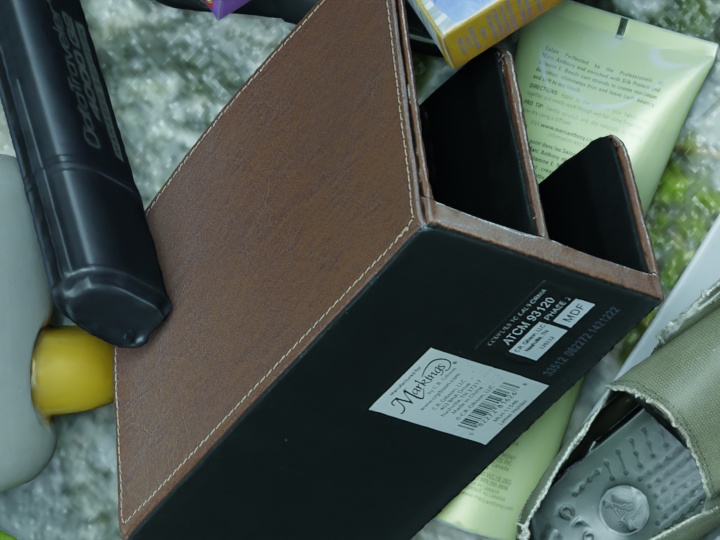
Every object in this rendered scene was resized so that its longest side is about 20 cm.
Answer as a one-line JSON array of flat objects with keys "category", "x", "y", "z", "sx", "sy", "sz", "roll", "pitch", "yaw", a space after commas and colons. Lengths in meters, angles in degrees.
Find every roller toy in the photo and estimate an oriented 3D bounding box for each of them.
[{"category": "roller toy", "x": -0.206, "y": 0.029, "z": 1.132, "sx": 0.182, "sy": 0.200, "sz": 0.140, "roll": -1, "pitch": 93, "yaw": 37}]

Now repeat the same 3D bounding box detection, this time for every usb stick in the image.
[{"category": "usb stick", "x": -0.114, "y": -0.059, "z": 1.124, "sx": 0.033, "sy": 0.055, "sz": 0.200, "roll": -35, "pitch": 53, "yaw": 22}]

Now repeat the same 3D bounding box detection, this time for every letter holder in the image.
[{"category": "letter holder", "x": 0.000, "y": 0.000, "z": 1.078, "sx": 0.200, "sy": 0.101, "sz": 0.142, "roll": -47, "pitch": 38, "yaw": 38}]

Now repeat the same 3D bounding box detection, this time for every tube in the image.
[{"category": "tube", "x": 0.069, "y": 0.001, "z": 1.113, "sx": 0.058, "sy": 0.052, "sz": 0.200, "roll": 15, "pitch": 94, "yaw": -21}]

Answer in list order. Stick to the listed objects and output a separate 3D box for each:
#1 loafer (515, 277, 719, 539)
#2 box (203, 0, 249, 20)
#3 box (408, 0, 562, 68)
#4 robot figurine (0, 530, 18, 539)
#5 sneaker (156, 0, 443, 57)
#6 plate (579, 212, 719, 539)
[{"category": "loafer", "x": 0.128, "y": 0.051, "z": 1.046, "sx": 0.075, "sy": 0.070, "sz": 0.200, "roll": 44, "pitch": 104, "yaw": 12}, {"category": "box", "x": -0.011, "y": -0.201, "z": 1.088, "sx": 0.200, "sy": 0.039, "sz": 0.137, "roll": -34, "pitch": 79, "yaw": -14}, {"category": "box", "x": 0.082, "y": -0.171, "z": 1.004, "sx": 0.200, "sy": 0.041, "sz": 0.119, "roll": -33, "pitch": 74, "yaw": 2}, {"category": "robot figurine", "x": -0.188, "y": 0.172, "z": 1.140, "sx": 0.200, "sy": 0.175, "sz": 0.116, "roll": -27, "pitch": 55, "yaw": -14}, {"category": "sneaker", "x": -0.041, "y": -0.130, "z": 1.138, "sx": 0.200, "sy": 0.088, "sz": 0.076, "roll": 26, "pitch": 63, "yaw": -1}, {"category": "plate", "x": 0.201, "y": 0.052, "z": 1.076, "sx": 0.200, "sy": 0.032, "sz": 0.200, "roll": 34, "pitch": 102, "yaw": 15}]
